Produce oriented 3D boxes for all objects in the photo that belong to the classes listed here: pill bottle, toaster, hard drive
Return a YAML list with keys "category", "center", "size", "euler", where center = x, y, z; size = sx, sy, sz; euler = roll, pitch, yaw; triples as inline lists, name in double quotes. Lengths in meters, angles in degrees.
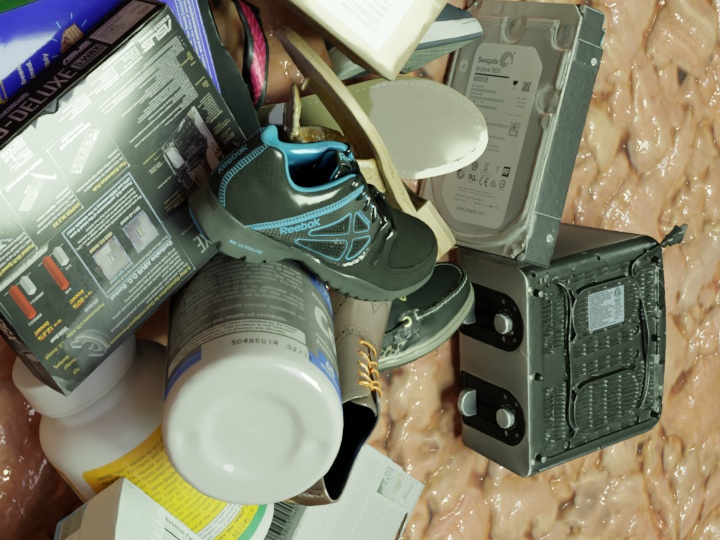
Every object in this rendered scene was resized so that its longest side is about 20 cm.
- category: "pill bottle"
  center: [-0.072, 0.049, 0.958]
  size: [0.112, 0.201, 0.115]
  euler: [-2, 121, -4]
- category: "toaster"
  center: [0.176, 0.058, 1.255]
  size: [0.198, 0.118, 0.183]
  euler: [-14, 109, -35]
- category: "pill bottle"
  center: [-0.152, 0.121, 1.013]
  size: [0.113, 0.112, 0.201]
  euler: [-45, 123, -21]
- category: "hard drive"
  center: [0.116, -0.113, 1.157]
  size: [0.038, 0.139, 0.202]
  euler: [14, 92, -39]

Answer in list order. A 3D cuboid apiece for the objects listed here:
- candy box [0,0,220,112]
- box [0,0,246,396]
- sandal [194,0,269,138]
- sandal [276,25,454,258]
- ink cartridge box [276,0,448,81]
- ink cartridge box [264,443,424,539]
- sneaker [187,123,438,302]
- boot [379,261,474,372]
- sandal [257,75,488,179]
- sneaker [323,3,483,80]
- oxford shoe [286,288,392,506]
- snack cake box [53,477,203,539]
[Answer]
- category: "candy box"
  center: [-0.193, -0.104, 0.955]
  size: [0.199, 0.077, 0.171]
  euler: [-28, 118, -32]
- category: "box"
  center: [-0.163, -0.048, 0.911]
  size: [0.200, 0.050, 0.158]
  euler: [-46, 129, -20]
- category: "sandal"
  center: [-0.080, -0.142, 1.019]
  size: [0.045, 0.075, 0.202]
  euler: [-18, 101, 0]
- category: "sandal"
  center: [-0.014, -0.069, 1.025]
  size: [0.070, 0.078, 0.212]
  euler: [-42, 122, -4]
- category: "ink cartridge box"
  center: [-0.015, -0.246, 0.923]
  size: [0.199, 0.075, 0.166]
  euler: [33, 93, -30]
- category: "ink cartridge box"
  center: [-0.018, 0.190, 1.162]
  size: [0.110, 0.050, 0.200]
  euler: [-64, 153, -9]
- category: "sneaker"
  center: [-0.012, -0.036, 0.945]
  size: [0.199, 0.074, 0.082]
  euler: [12, 129, -43]
- category: "boot"
  center: [0.000, 0.001, 1.123]
  size: [0.202, 0.073, 0.155]
  euler: [-27, 124, -27]
- category: "sandal"
  center: [-0.013, -0.105, 1.110]
  size: [0.209, 0.070, 0.079]
  euler: [-7, 96, -14]
- category: "sneaker"
  center: [0.018, -0.225, 1.095]
  size: [0.202, 0.076, 0.148]
  euler: [-18, 85, -63]
- category: "oxford shoe"
  center: [-0.005, 0.074, 1.043]
  size: [0.071, 0.072, 0.202]
  euler: [29, 74, -41]
- category: "snack cake box"
  center: [-0.116, 0.245, 0.962]
  size: [0.067, 0.115, 0.200]
  euler: [-35, 119, 19]
